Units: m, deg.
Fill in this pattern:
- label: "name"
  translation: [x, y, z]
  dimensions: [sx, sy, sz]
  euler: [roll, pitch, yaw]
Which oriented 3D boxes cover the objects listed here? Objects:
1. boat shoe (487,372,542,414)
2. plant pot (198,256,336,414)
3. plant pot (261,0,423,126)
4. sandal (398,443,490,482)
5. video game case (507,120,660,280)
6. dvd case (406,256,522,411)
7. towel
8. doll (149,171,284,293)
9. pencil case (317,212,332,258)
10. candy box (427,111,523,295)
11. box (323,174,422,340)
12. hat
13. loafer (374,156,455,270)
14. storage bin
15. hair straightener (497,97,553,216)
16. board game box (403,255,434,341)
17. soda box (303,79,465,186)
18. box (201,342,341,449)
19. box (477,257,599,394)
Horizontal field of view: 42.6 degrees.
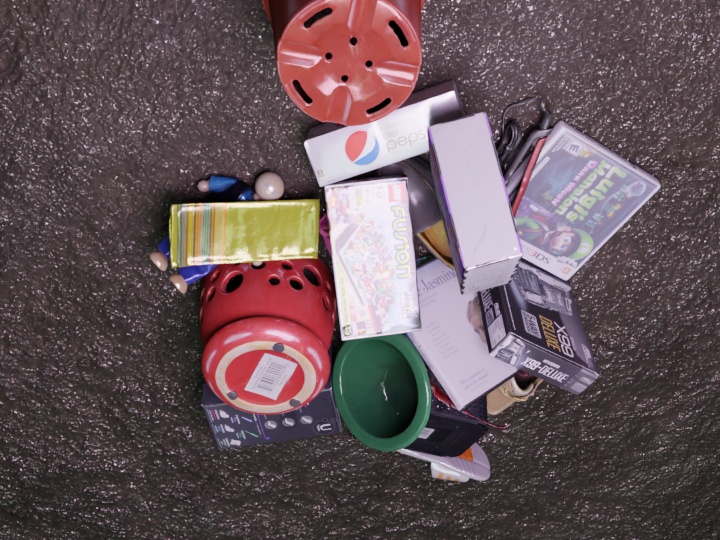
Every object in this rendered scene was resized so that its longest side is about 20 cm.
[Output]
- label: "boat shoe"
  translation: [0.248, 0.169, 1.465]
  dimensions: [0.073, 0.067, 0.201]
  euler: [18, 127, -17]
- label: "plant pot"
  translation: [-0.134, 0.084, 1.298]
  dimensions: [0.197, 0.184, 0.202]
  euler: [0, 130, 0]
- label: "plant pot"
  translation: [-0.015, -0.270, 0.989]
  dimensions: [0.198, 0.197, 0.203]
  euler: [-2, 131, -2]
- label: "sandal"
  translation: [0.123, 0.315, 1.583]
  dimensions: [0.204, 0.080, 0.060]
  euler: [20, 129, -9]
- label: "video game case"
  translation: [0.281, -0.089, 1.275]
  dimensions: [0.180, 0.024, 0.200]
  euler: [25, 125, -22]
- label: "dvd case"
  translation: [0.131, 0.077, 1.268]
  dimensions: [0.142, 0.201, 0.018]
  euler: [-26, 165, -33]
- label: "towel"
  translation: [-0.150, -0.049, 1.208]
  dimensions: [0.197, 0.018, 0.087]
  euler: [-4, 115, -17]
- label: "doll"
  translation: [-0.180, -0.057, 1.234]
  dimensions: [0.200, 0.048, 0.137]
  euler: [-41, 98, 5]
- label: "pencil case"
  translation: [0.000, 0.000, 1.295]
  dimensions: [0.090, 0.094, 0.202]
  euler: [-27, 128, -13]
- label: "candy box"
  translation: [0.134, -0.072, 1.105]
  dimensions: [0.071, 0.170, 0.200]
  euler: [-14, 170, 3]
- label: "box"
  translation: [0.016, -0.017, 1.192]
  dimensions: [0.108, 0.035, 0.203]
  euler: [-7, 101, -2]
- label: "hat"
  translation: [0.078, 0.173, 1.354]
  dimensions: [0.165, 0.202, 0.175]
  euler: [-29, 166, 33]
- label: "loafer"
  translation: [0.089, -0.081, 1.238]
  dimensions: [0.072, 0.073, 0.200]
  euler: [-32, 124, 24]
- label: "storage bin"
  translation: [0.090, 0.214, 1.458]
  dimensions: [0.198, 0.095, 0.136]
  euler: [15, 143, -15]
- label: "hair straightener"
  translation: [0.190, -0.139, 1.202]
  dimensions: [0.076, 0.041, 0.202]
  euler: [23, 126, 5]
- label: "board game box"
  translation: [0.123, 0.065, 1.385]
  dimensions: [0.157, 0.039, 0.200]
  euler: [-27, 127, 19]
- label: "soda box"
  translation: [0.032, -0.171, 1.151]
  dimensions: [0.198, 0.068, 0.064]
  euler: [-18, 110, 11]
- label: "box"
  translation: [-0.133, 0.185, 1.420]
  dimensions: [0.197, 0.123, 0.107]
  euler: [-8, 131, 4]
- label: "box"
  translation: [0.237, 0.061, 1.283]
  dimensions: [0.156, 0.201, 0.050]
  euler: [25, 125, -22]
